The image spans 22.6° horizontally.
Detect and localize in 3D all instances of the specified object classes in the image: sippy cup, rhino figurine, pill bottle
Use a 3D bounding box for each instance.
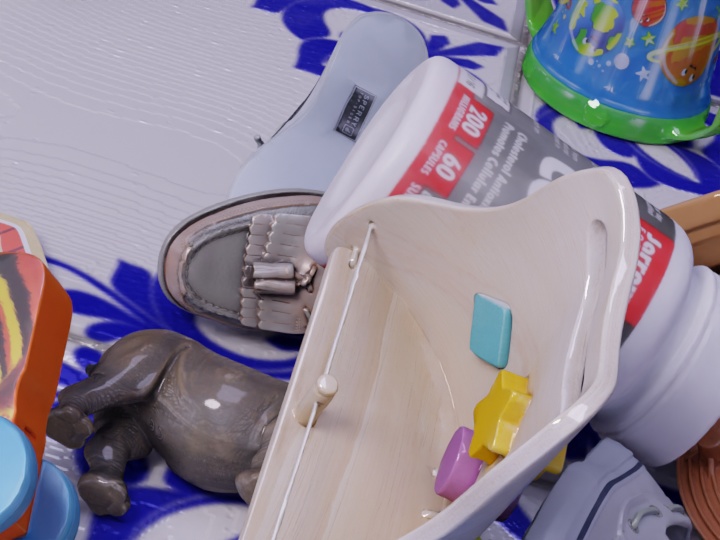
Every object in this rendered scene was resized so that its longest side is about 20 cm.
[{"bbox_3d":[0.192,-0.176,1.229,0.177,0.131,0.140,20,31,5],"label":"sippy cup"},{"bbox_3d":[-0.034,0.083,0.785,0.199,0.060,0.088,20,35,1],"label":"rhino figurine"},{"bbox_3d":[0.084,-0.001,0.853,0.200,0.114,0.114,34,30,-9],"label":"pill bottle"}]

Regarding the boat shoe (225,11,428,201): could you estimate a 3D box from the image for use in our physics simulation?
[{"bbox_3d":[-0.026,-0.058,0.997,0.073,0.068,0.200,26,56,-6],"label":"boat shoe"}]

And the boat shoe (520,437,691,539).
[{"bbox_3d":[0.104,0.120,0.757,0.067,0.074,0.200,34,22,11],"label":"boat shoe"}]

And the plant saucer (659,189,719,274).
[{"bbox_3d":[0.215,-0.024,0.991,0.200,0.200,0.038,-11,83,-38],"label":"plant saucer"}]

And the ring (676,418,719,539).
[{"bbox_3d":[0.247,0.083,0.841,0.199,0.019,0.201,-11,36,8],"label":"ring"}]

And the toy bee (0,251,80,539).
[{"bbox_3d":[-0.165,0.089,0.666,0.108,0.131,0.201,-7,43,7],"label":"toy bee"}]

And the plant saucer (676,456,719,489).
[{"bbox_3d":[0.243,0.062,0.918,0.199,0.036,0.200,-10,35,7],"label":"plant saucer"}]

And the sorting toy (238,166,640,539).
[{"bbox_3d":[0.042,0.048,0.689,0.107,0.180,0.201,28,52,-15],"label":"sorting toy"}]

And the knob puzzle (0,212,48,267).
[{"bbox_3d":[-0.228,0.001,0.843,0.219,0.031,0.220,13,31,-8],"label":"knob puzzle"}]

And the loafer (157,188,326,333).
[{"bbox_3d":[0.000,0.000,0.906,0.199,0.072,0.063,2,12,-28],"label":"loafer"}]
